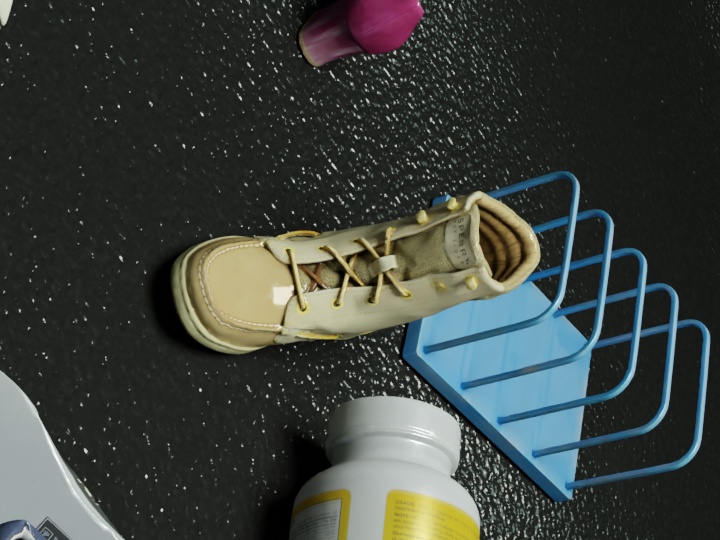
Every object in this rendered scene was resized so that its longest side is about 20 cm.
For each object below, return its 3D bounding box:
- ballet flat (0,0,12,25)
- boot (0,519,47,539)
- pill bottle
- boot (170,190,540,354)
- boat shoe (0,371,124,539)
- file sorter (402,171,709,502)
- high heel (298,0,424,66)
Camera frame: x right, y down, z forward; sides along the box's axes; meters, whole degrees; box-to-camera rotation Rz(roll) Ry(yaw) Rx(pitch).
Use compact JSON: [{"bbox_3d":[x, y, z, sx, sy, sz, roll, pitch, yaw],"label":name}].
[{"bbox_3d":[-0.214,-0.137,0.985,0.071,0.069,0.200,67,34,-42],"label":"ballet flat"},{"bbox_3d":[-0.150,0.210,0.898,0.200,0.090,0.073,62,36,-16],"label":"boot"},{"bbox_3d":[0.012,0.180,1.119,0.112,0.112,0.200,37,49,-41],"label":"pill bottle"},{"bbox_3d":[0.000,0.000,1.138,0.200,0.155,0.073,5,72,-54],"label":"boot"},{"bbox_3d":[-0.163,0.121,0.946,0.069,0.057,0.200,-41,97,-17],"label":"boat shoe"},{"bbox_3d":[0.144,0.044,1.354,0.200,0.123,0.139,44,44,-36],"label":"file sorter"},{"bbox_3d":[0.031,-0.211,1.323,0.067,0.096,0.200,60,37,-19],"label":"high heel"}]
